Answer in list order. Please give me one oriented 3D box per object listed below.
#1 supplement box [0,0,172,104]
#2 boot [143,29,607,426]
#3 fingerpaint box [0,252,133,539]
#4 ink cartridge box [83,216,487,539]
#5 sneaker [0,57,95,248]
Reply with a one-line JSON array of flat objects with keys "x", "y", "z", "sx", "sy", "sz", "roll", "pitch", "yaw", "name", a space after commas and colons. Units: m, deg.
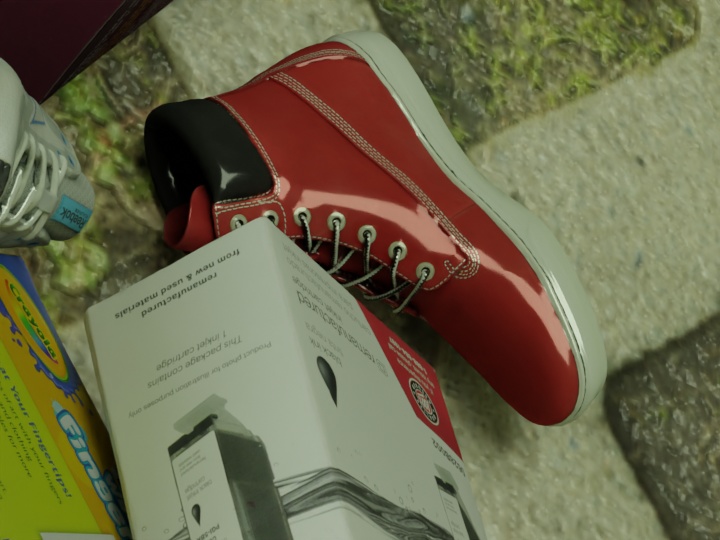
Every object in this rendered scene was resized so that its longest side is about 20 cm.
[{"x": -0.103, "y": -0.182, "z": 1.051, "sx": 0.131, "sy": 0.103, "sz": 0.200, "roll": 47, "pitch": 48, "yaw": -3, "name": "supplement box"}, {"x": 0.000, "y": 0.000, "z": 1.035, "sx": 0.144, "sy": 0.072, "sz": 0.200, "roll": -26, "pitch": 71, "yaw": -41, "name": "boot"}, {"x": -0.133, "y": 0.093, "z": 0.833, "sx": 0.200, "sy": 0.073, "sz": 0.167, "roll": 61, "pitch": 15, "yaw": 11, "name": "fingerpaint box"}, {"x": -0.011, "y": 0.105, "z": 0.889, "sx": 0.147, "sy": 0.083, "sz": 0.200, "roll": 42, "pitch": 25, "yaw": -51, "name": "ink cartridge box"}, {"x": -0.130, "y": -0.039, "z": 0.896, "sx": 0.087, "sy": 0.200, "sz": 0.075, "roll": 29, "pitch": 92, "yaw": -17, "name": "sneaker"}]
